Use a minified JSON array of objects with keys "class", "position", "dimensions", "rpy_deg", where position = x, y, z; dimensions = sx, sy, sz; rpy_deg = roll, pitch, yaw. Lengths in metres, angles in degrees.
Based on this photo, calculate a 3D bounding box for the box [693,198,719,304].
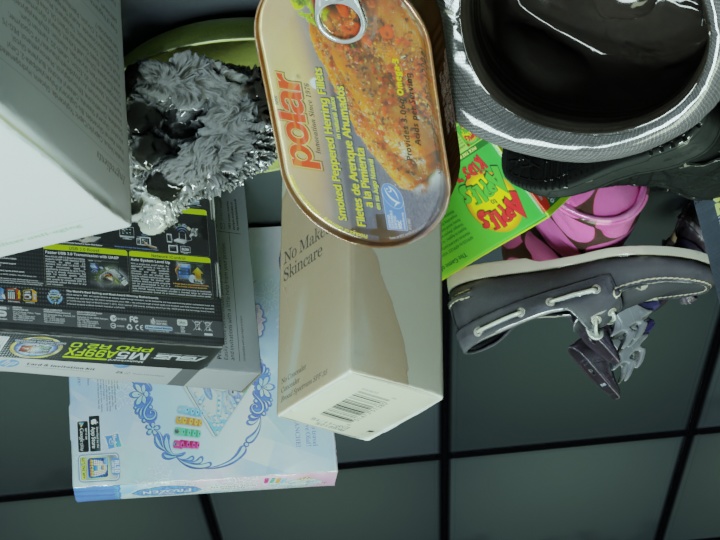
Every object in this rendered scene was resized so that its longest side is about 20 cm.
[{"class":"box","position":[0.302,-0.023,1.688],"dimensions":[0.051,0.201,0.157],"rpy_deg":[-29,148,35]}]

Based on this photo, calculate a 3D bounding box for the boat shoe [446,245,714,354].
[{"class":"boat shoe","position":[0.161,0.024,1.712],"dimensions":[0.198,0.063,0.073],"rpy_deg":[-6,161,11]}]

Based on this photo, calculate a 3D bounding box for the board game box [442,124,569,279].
[{"class":"board game box","position":[0.053,-0.051,1.688],"dimensions":[0.200,0.102,0.048],"rpy_deg":[-32,-173,47]}]

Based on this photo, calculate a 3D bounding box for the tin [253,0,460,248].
[{"class":"tin","position":[-0.001,-0.105,1.431],"dimensions":[0.111,0.042,0.201],"rpy_deg":[2,127,15]}]

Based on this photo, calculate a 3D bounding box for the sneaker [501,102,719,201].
[{"class":"sneaker","position":[0.198,-0.074,1.557],"dimensions":[0.199,0.061,0.104],"rpy_deg":[-12,156,40]}]

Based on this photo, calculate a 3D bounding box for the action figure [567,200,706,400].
[{"class":"action figure","position":[0.239,0.000,1.807],"dimensions":[0.200,0.069,0.130],"rpy_deg":[-44,170,-18]}]

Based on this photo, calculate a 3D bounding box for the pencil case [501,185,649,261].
[{"class":"pencil case","position":[0.153,-0.042,1.757],"dimensions":[0.093,0.091,0.200],"rpy_deg":[12,158,0]}]

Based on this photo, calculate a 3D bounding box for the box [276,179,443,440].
[{"class":"box","position":[0.000,0.000,1.588],"dimensions":[0.077,0.201,0.095],"rpy_deg":[17,148,-30]}]

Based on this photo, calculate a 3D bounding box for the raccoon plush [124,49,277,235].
[{"class":"raccoon plush","position":[-0.084,-0.077,1.547],"dimensions":[0.198,0.098,0.134],"rpy_deg":[-3,165,-7]}]

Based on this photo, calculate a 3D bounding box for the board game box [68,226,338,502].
[{"class":"board game box","position":[-0.123,0.069,1.803],"dimensions":[0.197,0.202,0.043],"rpy_deg":[-3,159,-4]}]

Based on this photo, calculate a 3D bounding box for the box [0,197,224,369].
[{"class":"box","position":[-0.196,-0.018,1.636],"dimensions":[0.198,0.161,0.044],"rpy_deg":[5,154,-24]}]

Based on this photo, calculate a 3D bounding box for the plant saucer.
[{"class":"plant saucer","position":[-0.084,-0.119,1.591],"dimensions":[0.198,0.031,0.200],"rpy_deg":[-5,157,-2]}]

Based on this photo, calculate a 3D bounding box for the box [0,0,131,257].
[{"class":"box","position":[-0.260,-0.113,1.383],"dimensions":[0.197,0.173,0.200],"rpy_deg":[-13,156,17]}]

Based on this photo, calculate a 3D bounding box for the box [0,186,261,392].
[{"class":"box","position":[-0.173,0.002,1.695],"dimensions":[0.198,0.157,0.041],"rpy_deg":[6,152,-24]}]

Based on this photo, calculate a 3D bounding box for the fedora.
[{"class":"fedora","position":[0.138,-0.160,1.430],"dimensions":[0.198,0.178,0.090],"rpy_deg":[-5,-159,23]}]
